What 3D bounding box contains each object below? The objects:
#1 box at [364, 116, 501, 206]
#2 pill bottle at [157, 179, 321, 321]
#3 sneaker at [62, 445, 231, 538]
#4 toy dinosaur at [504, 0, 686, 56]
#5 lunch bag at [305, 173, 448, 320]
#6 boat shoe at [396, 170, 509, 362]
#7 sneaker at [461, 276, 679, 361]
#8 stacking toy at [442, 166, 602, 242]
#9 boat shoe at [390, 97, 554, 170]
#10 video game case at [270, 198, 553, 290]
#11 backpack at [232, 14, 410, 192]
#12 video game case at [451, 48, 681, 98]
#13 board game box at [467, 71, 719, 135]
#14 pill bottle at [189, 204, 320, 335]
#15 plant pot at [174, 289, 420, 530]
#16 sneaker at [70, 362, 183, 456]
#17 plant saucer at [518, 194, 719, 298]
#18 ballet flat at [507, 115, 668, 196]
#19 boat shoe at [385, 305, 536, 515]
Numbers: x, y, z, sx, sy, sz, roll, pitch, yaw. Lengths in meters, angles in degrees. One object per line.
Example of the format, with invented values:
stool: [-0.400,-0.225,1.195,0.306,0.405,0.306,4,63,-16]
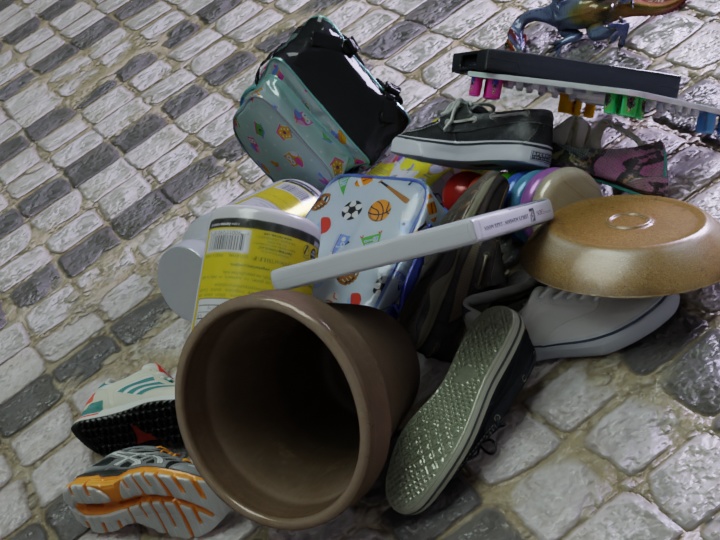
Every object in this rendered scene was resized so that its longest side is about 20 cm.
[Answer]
box: [0.067,-0.099,1.670,0.200,0.049,0.117,-40,31,-11]
pill bottle: [-0.118,-0.018,1.583,0.111,0.113,0.199,-3,17,37]
sneaker: [-0.193,0.199,1.426,0.198,0.079,0.077,-3,30,36]
toy dinosaur: [0.259,-0.292,1.801,0.198,0.106,0.181,0,4,-25]
lunch bag: [0.000,0.000,1.518,0.159,0.076,0.201,8,63,37]
boat shoe: [0.101,0.000,1.448,0.201,0.073,0.074,-63,13,-18]
sneaker: [0.182,0.034,1.346,0.198,0.071,0.073,-17,32,22]
stacking toy: [0.154,-0.067,1.529,0.085,0.086,0.199,-41,25,-20]
boat shoe: [0.114,-0.142,1.556,0.198,0.073,0.069,5,86,48]
video game case: [0.048,-0.022,1.324,0.198,0.024,0.181,-15,1,29]
backpack: [-0.056,-0.174,1.749,0.153,0.176,0.200,-47,7,-15]
video game case: [0.206,-0.201,1.556,0.198,0.026,0.181,7,6,-8]
board game box: [0.237,-0.165,1.498,0.199,0.026,0.199,14,8,41]
pill bottle: [-0.105,0.048,1.438,0.111,0.111,0.202,0,76,41]
plant pot: [-0.037,0.103,1.323,0.199,0.202,0.174,-9,7,31]
sneaker: [-0.202,0.127,1.539,0.198,0.071,0.094,-13,40,31]
plant saucer: [0.240,-0.029,1.349,0.198,0.036,0.201,-4,21,1]
ballet flat: [0.232,-0.118,1.524,0.199,0.069,0.072,15,95,48]
boat shoe: [0.091,0.127,1.301,0.074,0.062,0.201,14,67,47]
